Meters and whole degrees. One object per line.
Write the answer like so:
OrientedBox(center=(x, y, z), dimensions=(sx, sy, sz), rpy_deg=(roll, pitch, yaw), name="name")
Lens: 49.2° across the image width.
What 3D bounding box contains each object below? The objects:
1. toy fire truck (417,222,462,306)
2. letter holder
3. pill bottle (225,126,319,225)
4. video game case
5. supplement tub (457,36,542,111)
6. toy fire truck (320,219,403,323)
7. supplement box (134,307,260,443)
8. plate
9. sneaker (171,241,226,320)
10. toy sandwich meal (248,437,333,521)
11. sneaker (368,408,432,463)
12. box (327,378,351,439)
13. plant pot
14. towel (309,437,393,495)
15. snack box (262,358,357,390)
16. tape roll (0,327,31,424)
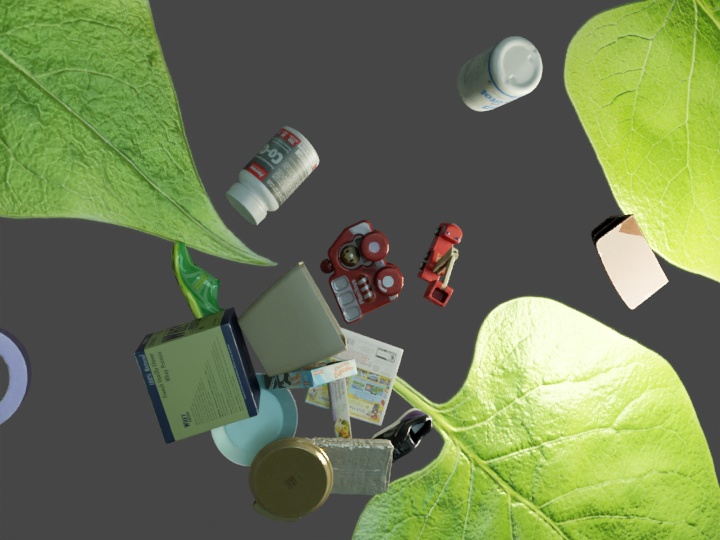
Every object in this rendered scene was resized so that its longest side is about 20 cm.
OrientedBox(center=(0.190, -0.019, 1.820), dimensions=(0.048, 0.141, 0.203), rpy_deg=(27, 81, -16), name="toy fire truck")
OrientedBox(center=(0.661, -0.018, 2.003), dimensions=(0.141, 0.100, 0.202), rpy_deg=(-34, 99, -14), name="letter holder")
OrientedBox(center=(-0.193, -0.204, 1.707), dimensions=(0.114, 0.114, 0.201), rpy_deg=(45, 76, -13), name="pill bottle")
OrientedBox(center=(-0.015, 0.241, 1.810), dimensions=(0.196, 0.023, 0.186), rpy_deg=(20, 83, -18), name="video game case")
OrientedBox(center=(0.323, -0.457, 1.841), dimensions=(0.129, 0.200, 0.136), rpy_deg=(0, 89, -17), name="supplement tub")
OrientedBox(center=(0.000, 0.000, 1.782), dimensions=(0.165, 0.112, 0.204), rpy_deg=(-24, 96, 2), name="toy fire truck")
OrientedBox(center=(-0.327, 0.212, 1.609), dimensions=(0.195, 0.134, 0.204), rpy_deg=(-17, 102, -2), name="supplement box")
OrientedBox(center=(-0.235, 0.328, 1.732), dimensions=(0.195, 0.026, 0.206), rpy_deg=(1, 88, -19), name="plate")
OrientedBox(center=(-0.344, 0.025, 1.678), dimensions=(0.082, 0.074, 0.203), rpy_deg=(-27, 107, -15), name="sneaker")
OrientedBox(center=(-0.151, 0.447, 1.703), dimensions=(0.200, 0.070, 0.210), rpy_deg=(-1, 104, -4), name="toy sandwich meal")
OrientedBox(center=(0.083, 0.396, 1.805), dimensions=(0.199, 0.087, 0.076), rpy_deg=(-42, 102, -14), name="sneaker")
OrientedBox(center=(-0.047, 0.313, 1.762), dimensions=(0.038, 0.041, 0.205), rpy_deg=(-9, 105, -12), name="box")
OrientedBox(center=(-0.151, 0.115, 1.679), dimensions=(0.175, 0.200, 0.202), rpy_deg=(-30, 92, 0), name="plant pot")
OrientedBox(center=(-0.026, 0.437, 1.761), dimensions=(0.195, 0.035, 0.136), rpy_deg=(5, 109, -7), name="towel")
OrientedBox(center=(-0.110, 0.222, 1.669), dimensions=(0.114, 0.198, 0.038), rpy_deg=(-10, 88, -38), name="snack box")
OrientedBox(center=(-0.748, 0.208, 1.530), dimensions=(0.195, 0.085, 0.205), rpy_deg=(1, 88, -18), name="tape roll")
